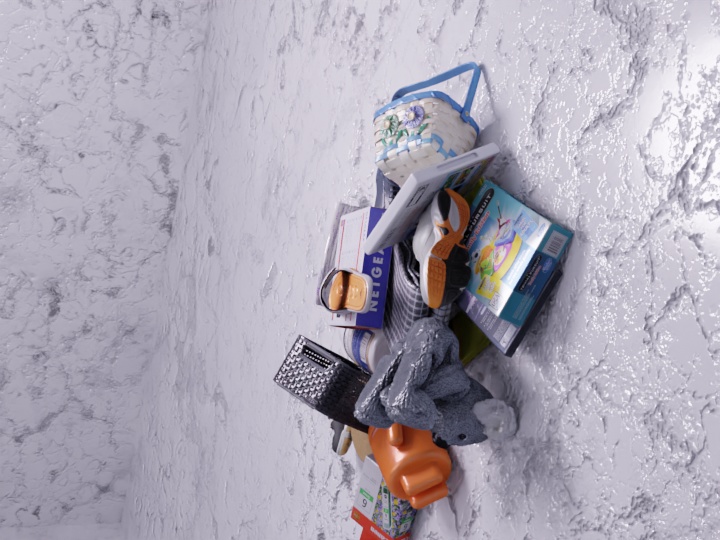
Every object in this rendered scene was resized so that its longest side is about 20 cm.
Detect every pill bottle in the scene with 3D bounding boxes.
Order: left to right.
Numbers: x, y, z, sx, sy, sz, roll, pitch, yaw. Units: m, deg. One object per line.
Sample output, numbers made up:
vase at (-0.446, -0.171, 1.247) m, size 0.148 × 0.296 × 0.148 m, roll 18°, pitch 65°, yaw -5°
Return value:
pill bottle at (0.032, 0.128, 1.870) m, size 0.200 × 0.110 × 0.112 m, roll -154°, pitch 70°, yaw -65°

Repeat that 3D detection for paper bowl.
paper bowl at (-0.015, -0.021, 1.960) m, size 0.201 × 0.104 × 0.202 m, roll 15°, pitch -90°, yaw -88°

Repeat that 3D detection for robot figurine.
robot figurine at (0.080, 0.299, 1.725) m, size 0.117 × 0.143 × 0.200 m, roll -56°, pitch 34°, yaw 21°

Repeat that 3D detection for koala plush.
koala plush at (0.131, 0.191, 1.555) m, size 0.184 × 0.200 × 0.177 m, roll -60°, pitch 16°, yaw -19°

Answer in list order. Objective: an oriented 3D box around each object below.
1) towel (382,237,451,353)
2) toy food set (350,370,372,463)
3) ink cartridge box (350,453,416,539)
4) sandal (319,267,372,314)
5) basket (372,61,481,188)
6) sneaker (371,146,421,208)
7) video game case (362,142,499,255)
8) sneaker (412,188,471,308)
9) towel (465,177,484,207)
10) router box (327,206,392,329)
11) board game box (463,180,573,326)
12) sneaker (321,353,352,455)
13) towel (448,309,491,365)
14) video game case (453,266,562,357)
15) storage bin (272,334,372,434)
towel at (0.084, 0.047, 1.690) m, size 0.200 × 0.085 × 0.167 m, roll -111°, pitch 23°, yaw -58°
toy food set at (0.032, 0.275, 1.926) m, size 0.200 × 0.048 × 0.199 m, roll -131°, pitch 49°, yaw -58°
ink cartridge box at (0.039, 0.434, 1.835) m, size 0.109 × 0.050 × 0.201 m, roll 31°, pitch 117°, yaw 38°
sandal at (-0.033, 0.030, 1.670) m, size 0.207 × 0.059 × 0.080 m, roll 175°, pitch 103°, yaw -73°
basket at (0.112, -0.245, 1.699) m, size 0.176 × 0.139 × 0.201 m, roll -17°, pitch 44°, yaw 38°
sneaker at (0.073, -0.137, 1.862) m, size 0.146 × 0.076 × 0.204 m, roll 132°, pitch 137°, yaw -59°
video game case at (0.109, -0.111, 1.622) m, size 0.024 × 0.181 × 0.200 m, roll 54°, pitch 143°, yaw 16°
sneaker at (0.115, -0.021, 1.555) m, size 0.092 × 0.075 × 0.201 m, roll -42°, pitch 29°, yaw 50°
towel at (0.161, -0.074, 1.721) m, size 0.086 × 0.018 × 0.201 m, roll -109°, pitch 33°, yaw -41°
router box at (0.000, 0.000, 1.768) m, size 0.179 × 0.049 × 0.201 m, roll 174°, pitch 104°, yaw -73°
board game box at (0.207, -0.030, 1.515) m, size 0.152 × 0.047 × 0.200 m, roll -62°, pitch 30°, yaw 10°
sneaker at (-0.049, 0.263, 2.046) m, size 0.076 × 0.087 × 0.201 m, roll 61°, pitch -146°, yaw -80°
towel at (0.171, 0.097, 1.651) m, size 0.200 × 0.018 × 0.087 m, roll 129°, pitch 139°, yaw -53°
video game case at (0.211, 0.022, 1.541) m, size 0.143 × 0.019 × 0.200 m, roll -60°, pitch 29°, yaw 13°
storage bin at (-0.039, 0.201, 1.786) m, size 0.135 × 0.200 × 0.094 m, roll 29°, pitch 88°, yaw 36°
